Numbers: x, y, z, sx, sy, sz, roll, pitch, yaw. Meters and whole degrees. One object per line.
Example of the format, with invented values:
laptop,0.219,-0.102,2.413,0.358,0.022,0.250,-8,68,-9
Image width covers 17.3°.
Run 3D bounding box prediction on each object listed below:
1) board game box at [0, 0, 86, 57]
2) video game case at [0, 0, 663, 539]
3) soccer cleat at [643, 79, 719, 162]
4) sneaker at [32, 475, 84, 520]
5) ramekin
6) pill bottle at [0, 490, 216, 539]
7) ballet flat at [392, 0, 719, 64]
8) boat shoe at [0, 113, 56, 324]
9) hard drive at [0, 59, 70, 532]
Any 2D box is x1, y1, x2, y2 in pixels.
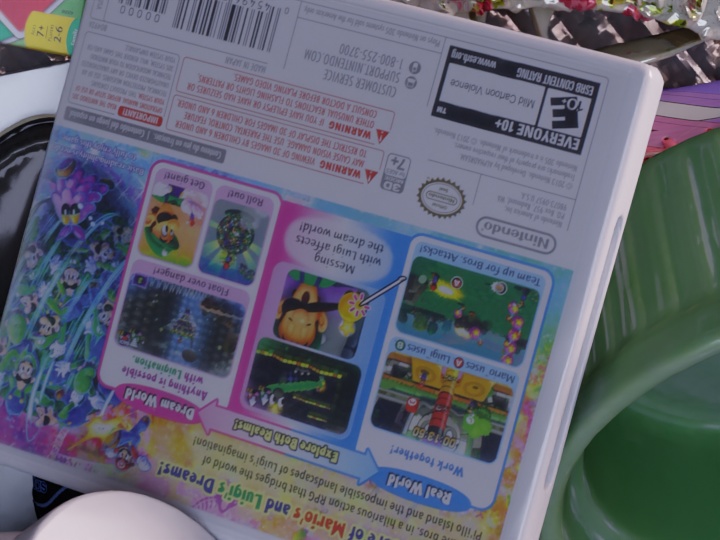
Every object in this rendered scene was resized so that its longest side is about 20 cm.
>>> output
board game box,-0.190,-0.142,0.844,0.199,0.030,0.096,10,100,-2
video game case,-0.019,0.000,0.766,0.199,0.024,0.183,16,93,21
soccer cleat,0.118,-0.035,0.850,0.199,0.076,0.067,-15,102,1
sneaker,-0.022,0.053,0.849,0.199,0.070,0.078,-22,104,-17
ramekin,0.152,0.037,0.814,0.198,0.098,0.201,-4,140,-3
pill bottle,-0.126,0.157,0.786,0.116,0.116,0.200,45,131,-10
ballet flat,0.058,-0.100,0.838,0.198,0.076,0.064,0,109,0
boat shoe,-0.148,0.036,0.826,0.073,0.063,0.202,34,91,-7
hard drive,-0.141,0.033,0.869,0.131,0.026,0.201,-12,98,-5
